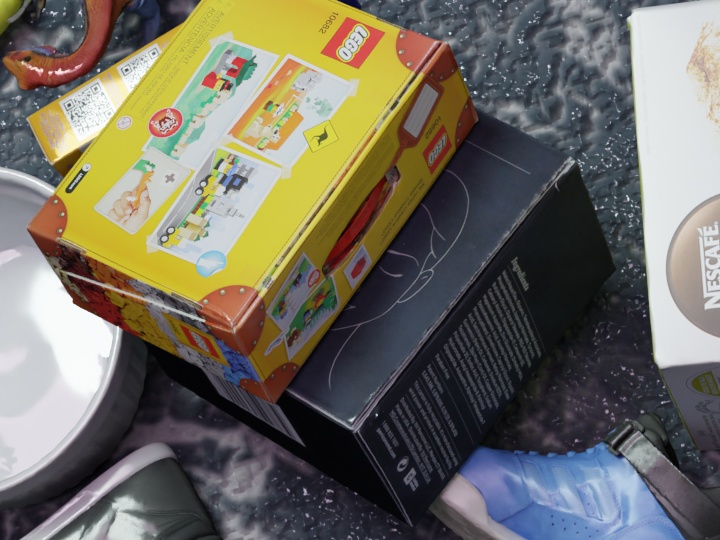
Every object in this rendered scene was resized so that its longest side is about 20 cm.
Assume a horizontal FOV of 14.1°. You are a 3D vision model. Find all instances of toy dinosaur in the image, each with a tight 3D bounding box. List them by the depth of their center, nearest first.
[{"bbox_3d":[-0.164,-0.189,1.739,0.105,0.182,0.201,7,121,-3],"label":"toy dinosaur"}]

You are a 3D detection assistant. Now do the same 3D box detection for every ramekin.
[{"bbox_3d":[-0.220,0.047,1.716,0.199,0.105,0.201,-3,75,12],"label":"ramekin"}]

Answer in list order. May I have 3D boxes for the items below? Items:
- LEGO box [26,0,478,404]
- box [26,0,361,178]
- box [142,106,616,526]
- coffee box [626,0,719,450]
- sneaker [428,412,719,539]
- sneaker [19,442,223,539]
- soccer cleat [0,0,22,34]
[{"bbox_3d":[-0.056,-0.052,1.561,0.149,0.077,0.200,25,68,30],"label":"LEGO box"},{"bbox_3d":[-0.087,-0.106,1.719,0.200,0.119,0.042,-29,67,4],"label":"box"},{"bbox_3d":[0.000,0.000,1.630,0.200,0.124,0.197,30,73,32],"label":"box"},{"bbox_3d":[0.257,-0.026,1.574,0.197,0.200,0.201,-6,73,12],"label":"coffee box"},{"bbox_3d":[0.119,0.120,1.635,0.200,0.077,0.111,31,76,27],"label":"sneaker"},{"bbox_3d":[-0.159,0.198,1.676,0.200,0.071,0.099,-41,65,-5],"label":"sneaker"},{"bbox_3d":[-0.280,-0.107,1.806,0.200,0.065,0.084,-40,100,-4],"label":"soccer cleat"}]
